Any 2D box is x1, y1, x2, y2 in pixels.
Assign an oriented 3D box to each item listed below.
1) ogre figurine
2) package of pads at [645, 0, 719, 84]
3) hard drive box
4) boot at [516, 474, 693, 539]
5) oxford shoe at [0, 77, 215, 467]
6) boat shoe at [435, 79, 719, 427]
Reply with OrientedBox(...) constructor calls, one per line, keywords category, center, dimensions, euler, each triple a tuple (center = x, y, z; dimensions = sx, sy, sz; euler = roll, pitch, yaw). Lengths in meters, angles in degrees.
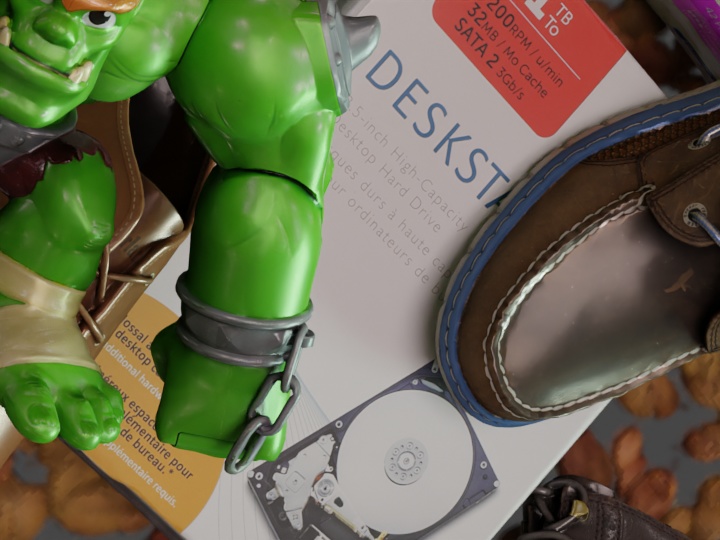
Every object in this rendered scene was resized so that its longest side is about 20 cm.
OrientedBox(category="ogre figurine", center=(-0.087, -0.043, 0.602), dimensions=(0.200, 0.098, 0.120), euler=(33, 106, 6))
OrientedBox(category="package of pads", center=(0.189, -0.129, 0.854), dimensions=(0.200, 0.068, 0.155), euler=(-46, 113, -10))
OrientedBox(category="hard drive box", center=(0.000, 0.000, 0.790), dimensions=(0.156, 0.077, 0.200), euler=(45, 80, -25))
OrientedBox(category="boot", center=(0.052, 0.148, 0.823), dimensions=(0.200, 0.069, 0.174), euler=(26, 61, -35))
OrientedBox(category="oxford shoe", center=(-0.088, 0.001, 0.677), dimensions=(0.071, 0.071, 0.200), euler=(54, 49, -41))
OrientedBox(category="boat shoe", center=(0.112, -0.019, 0.754), dimensions=(0.200, 0.072, 0.072), euler=(-36, 112, -14))
